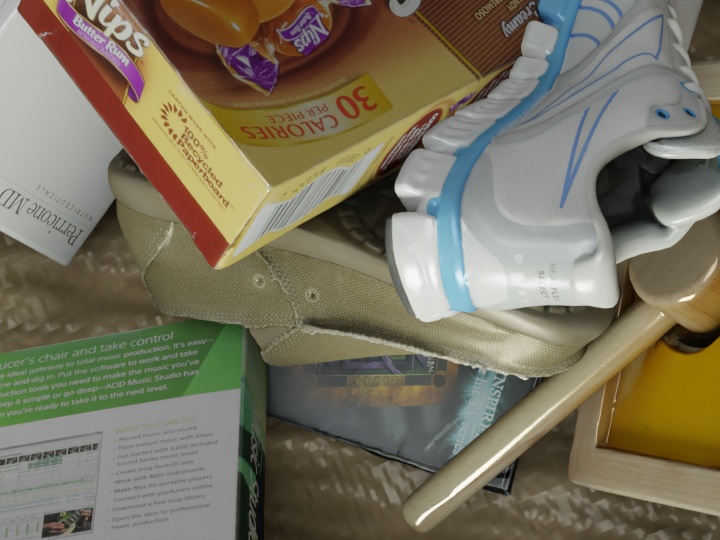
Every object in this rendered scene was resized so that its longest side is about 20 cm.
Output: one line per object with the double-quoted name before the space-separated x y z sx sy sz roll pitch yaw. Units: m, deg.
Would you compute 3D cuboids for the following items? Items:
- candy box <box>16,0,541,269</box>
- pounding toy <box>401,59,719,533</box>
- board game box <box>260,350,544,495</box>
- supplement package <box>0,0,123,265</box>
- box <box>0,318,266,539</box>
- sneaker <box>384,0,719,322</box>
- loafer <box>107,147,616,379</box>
"candy box" -0.005 -0.095 0.783 0.200 0.056 0.117 -30 77 -36
"pounding toy" 0.137 0.022 0.780 0.142 0.200 0.185 13 86 -30
"board game box" 0.024 -0.028 0.871 0.135 0.028 0.201 18 87 8
"supplement package" -0.118 -0.126 0.837 0.120 0.121 0.200 36 91 27
"box" -0.106 0.102 0.782 0.143 0.036 0.201 -10 42 8
"sneaker" 0.089 -0.048 0.731 0.086 0.075 0.200 8 44 28
"loafer" 0.000 0.000 0.796 0.199 0.076 0.068 19 127 29
